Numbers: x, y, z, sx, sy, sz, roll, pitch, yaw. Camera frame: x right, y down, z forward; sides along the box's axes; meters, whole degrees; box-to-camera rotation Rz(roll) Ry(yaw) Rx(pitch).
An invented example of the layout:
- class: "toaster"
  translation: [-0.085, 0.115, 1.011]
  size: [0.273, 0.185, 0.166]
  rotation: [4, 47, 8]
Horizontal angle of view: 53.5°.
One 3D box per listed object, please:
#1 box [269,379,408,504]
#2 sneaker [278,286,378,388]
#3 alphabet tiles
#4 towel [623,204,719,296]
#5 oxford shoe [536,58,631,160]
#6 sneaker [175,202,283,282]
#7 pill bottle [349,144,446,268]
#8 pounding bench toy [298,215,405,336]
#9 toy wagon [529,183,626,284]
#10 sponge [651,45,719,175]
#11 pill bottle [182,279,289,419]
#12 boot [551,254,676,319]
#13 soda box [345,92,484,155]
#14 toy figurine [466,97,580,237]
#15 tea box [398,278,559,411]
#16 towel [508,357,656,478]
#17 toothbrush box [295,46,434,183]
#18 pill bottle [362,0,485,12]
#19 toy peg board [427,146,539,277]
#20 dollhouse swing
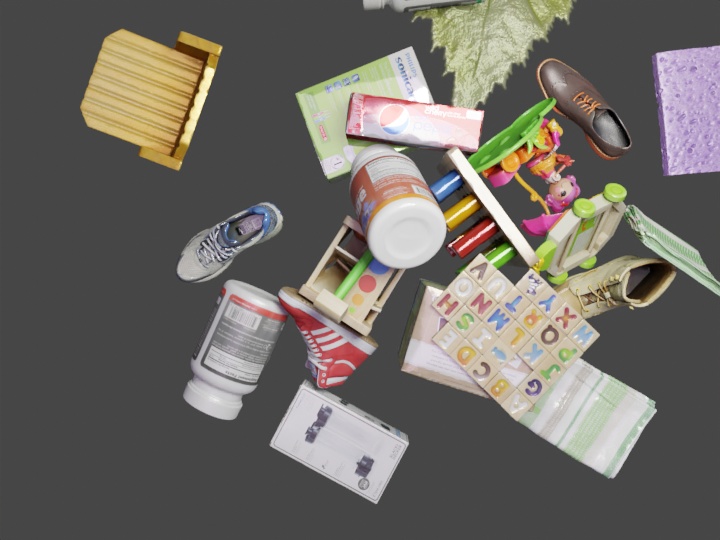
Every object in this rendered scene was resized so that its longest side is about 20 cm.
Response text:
- class: "box"
  translation: [-0.034, 0.277, 1.170]
  size: [0.199, 0.060, 0.117]
  rotation: [27, 92, 1]
- class: "sneaker"
  translation: [-0.074, 0.113, 1.133]
  size: [0.200, 0.071, 0.113]
  rotation: [36, 97, -30]
- class: "alphabet tiles"
  translation: [0.203, 0.080, 0.988]
  size: [0.200, 0.008, 0.167]
  rotation: [44, 92, -1]
- class: "towel"
  translation: [0.472, -0.035, 1.080]
  size: [0.152, 0.200, 0.023]
  rotation: [35, 110, 1]
- class: "oxford shoe"
  translation: [0.362, -0.265, 1.139]
  size: [0.071, 0.073, 0.200]
  rotation: [-44, 89, 3]
- class: "sneaker"
  translation: [-0.222, -0.049, 1.157]
  size: [0.200, 0.085, 0.077]
  rotation: [-35, 90, 3]
- class: "pill bottle"
  translation: [0.045, -0.101, 1.036]
  size: [0.111, 0.200, 0.113]
  rotation: [-7, 127, -9]
- class: "pounding bench toy"
  translation: [0.000, 0.000, 1.093]
  size: [0.124, 0.200, 0.156]
  rotation: [33, 93, 1]
- class: "toy wagon"
  translation: [0.325, -0.048, 1.091]
  size: [0.199, 0.156, 0.040]
  rotation: [-24, 53, -26]
- class: "sponge"
  translation: [0.540, -0.256, 1.155]
  size: [0.111, 0.030, 0.201]
  rotation: [-6, 92, 2]
- class: "pill bottle"
  translation: [-0.202, 0.126, 1.145]
  size: [0.115, 0.116, 0.201]
  rotation: [25, 92, 1]
- class: "boot"
  translation: [0.374, 0.038, 1.103]
  size: [0.199, 0.155, 0.073]
  rotation: [-26, 91, 3]
- class: "soda box"
  translation: [0.078, -0.218, 1.067]
  size: [0.199, 0.070, 0.064]
  rotation: [8, 95, -1]
- class: "toy figurine"
  translation: [0.287, -0.143, 1.137]
  size: [0.200, 0.150, 0.184]
  rotation: [-44, 104, -22]
- class: "tea box"
  translation: [0.170, 0.105, 1.092]
  size: [0.199, 0.197, 0.134]
  rotation: [17, 92, 2]
- class: "towel"
  translation: [0.365, 0.231, 1.171]
  size: [0.199, 0.031, 0.150]
  rotation: [31, 91, 1]
- class: "toothbrush box"
  translation: [0.015, -0.245, 1.145]
  size: [0.199, 0.086, 0.146]
  rotation: [-22, 91, 3]
- class: "pill bottle"
  translation: [0.098, -0.470, 1.124]
  size: [0.199, 0.113, 0.114]
  rotation: [-6, 91, 1]
- class: "toy peg board"
  translation: [0.156, -0.068, 1.086]
  size: [0.098, 0.200, 0.200]
  rotation: [-37, 90, 2]
- class: "dollhouse swing"
  translation: [-0.339, -0.284, 1.122]
  size: [0.175, 0.182, 0.201]
  rotation: [20, 92, -19]
